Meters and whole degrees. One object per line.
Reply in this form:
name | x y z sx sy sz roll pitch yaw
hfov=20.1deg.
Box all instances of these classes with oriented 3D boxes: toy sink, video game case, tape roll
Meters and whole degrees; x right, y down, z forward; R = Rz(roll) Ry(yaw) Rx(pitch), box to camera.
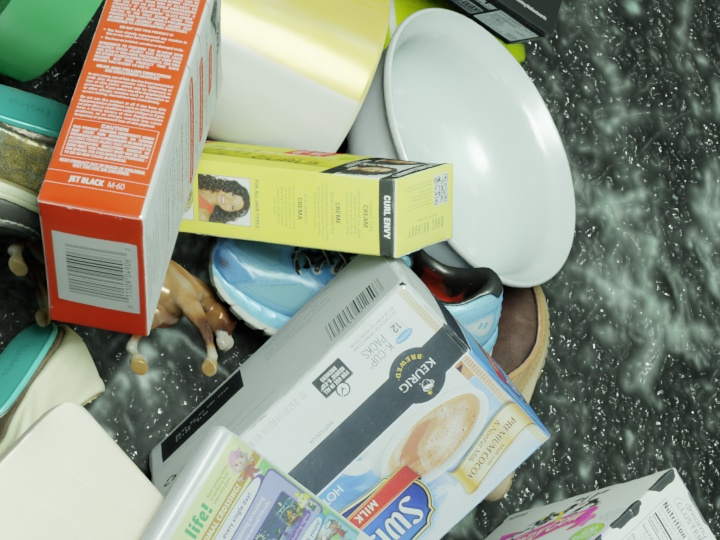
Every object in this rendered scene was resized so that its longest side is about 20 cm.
toy sink | -0.160 0.190 1.127 0.200 0.112 0.130 50 60 -14
video game case | -0.060 0.217 1.099 0.182 0.022 0.201 39 67 -19
tape roll | -0.185 -0.214 1.221 0.048 0.200 0.201 24 59 -28

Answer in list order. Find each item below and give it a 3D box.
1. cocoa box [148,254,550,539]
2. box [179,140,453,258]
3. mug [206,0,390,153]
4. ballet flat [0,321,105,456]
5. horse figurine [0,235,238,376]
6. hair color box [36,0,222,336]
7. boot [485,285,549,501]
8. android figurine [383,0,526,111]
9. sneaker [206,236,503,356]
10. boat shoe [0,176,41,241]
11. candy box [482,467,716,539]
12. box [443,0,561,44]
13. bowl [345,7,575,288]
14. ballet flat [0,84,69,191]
cocoa box | -0.010 0.104 1.208 0.200 0.133 0.131 -43 104 3
box | -0.046 -0.046 1.241 0.075 0.199 0.050 -19 112 -56
mug | -0.075 -0.166 1.321 0.153 0.149 0.187 24 84 -17
ballet flat | -0.214 0.110 1.163 0.070 0.069 0.200 49 50 -11
horse figurine | -0.155 0.005 1.235 0.199 0.050 0.133 27 23 -14
hair color box | -0.128 -0.077 1.161 0.064 0.111 0.201 11 53 4
boot | 0.040 0.047 1.370 0.166 0.072 0.201 27 49 -18
android figurine | 0.035 -0.201 1.487 0.199 0.041 0.183 11 66 -35
sneaker | 0.000 0.000 1.299 0.199 0.090 0.079 15 38 -11
boat shoe | -0.276 -0.034 1.150 0.200 0.072 0.066 11 82 -9
candy box | 0.107 0.218 1.286 0.200 0.167 0.072 -35 96 -41
box | 0.070 -0.270 1.387 0.200 0.050 0.158 30 70 -34
bowl | 0.053 -0.070 1.390 0.201 0.090 0.202 28 49 -39
ballet flat | -0.261 -0.096 1.202 0.199 0.071 0.071 23 59 -13
